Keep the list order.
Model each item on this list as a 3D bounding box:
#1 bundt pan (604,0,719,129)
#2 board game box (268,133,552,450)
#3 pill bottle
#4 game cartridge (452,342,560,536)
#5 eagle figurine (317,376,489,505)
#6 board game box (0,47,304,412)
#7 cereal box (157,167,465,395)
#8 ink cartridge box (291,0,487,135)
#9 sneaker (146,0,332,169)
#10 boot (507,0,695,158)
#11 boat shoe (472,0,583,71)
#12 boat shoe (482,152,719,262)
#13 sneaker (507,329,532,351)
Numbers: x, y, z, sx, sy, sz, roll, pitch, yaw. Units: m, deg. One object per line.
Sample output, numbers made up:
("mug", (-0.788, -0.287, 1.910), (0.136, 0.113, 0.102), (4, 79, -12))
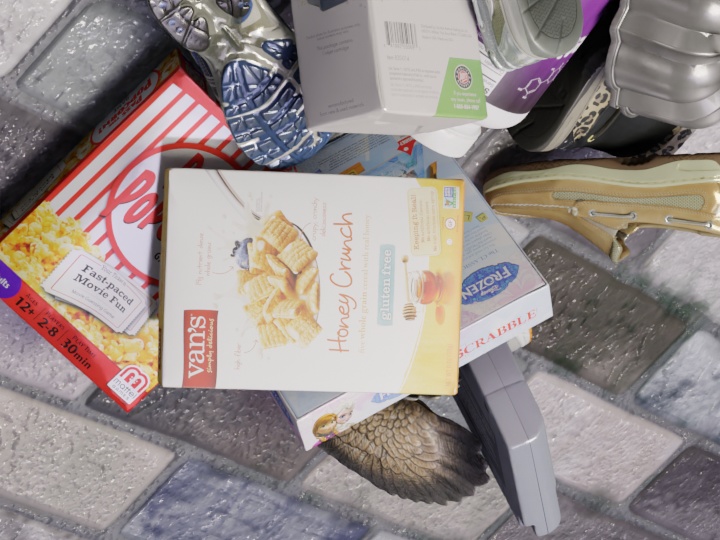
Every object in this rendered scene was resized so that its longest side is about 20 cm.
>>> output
("bundt pan", (0.251, -0.184, 1.813), (0.202, 0.075, 0.203), (-47, 152, -34))
("board game box", (0.000, 0.000, 1.843), (0.199, 0.200, 0.041), (-27, 144, -9))
("pill bottle", (0.098, -0.177, 1.798), (0.112, 0.113, 0.200), (13, 123, -45))
("game cartridge", (0.089, 0.079, 1.899), (0.040, 0.201, 0.134), (-24, 140, -4))
("eagle figurine", (-0.005, 0.075, 1.917), (0.151, 0.201, 0.151), (1, 134, -38))
("board game box", (-0.141, -0.026, 1.777), (0.200, 0.046, 0.151), (-44, 112, 10))
("cereal box", (-0.033, 0.008, 1.737), (0.198, 0.040, 0.145), (1, 92, -10))
("ink cartridge box", (0.012, -0.191, 1.685), (0.067, 0.202, 0.117), (-10, 174, 37))
("sneaker", (-0.079, -0.152, 1.696), (0.077, 0.085, 0.200), (-31, 129, 1))
("boot", (0.212, -0.162, 1.944), (0.153, 0.074, 0.204), (11, 125, -49))
("boat shoe", (0.087, -0.230, 1.697), (0.074, 0.204, 0.065), (-16, 180, -39))
("boat shoe", (0.185, -0.044, 1.962), (0.199, 0.077, 0.072), (-3, 177, 25))
("sneaker", (0.059, 0.009, 2.017), (0.092, 0.076, 0.200), (-31, 136, 8))
